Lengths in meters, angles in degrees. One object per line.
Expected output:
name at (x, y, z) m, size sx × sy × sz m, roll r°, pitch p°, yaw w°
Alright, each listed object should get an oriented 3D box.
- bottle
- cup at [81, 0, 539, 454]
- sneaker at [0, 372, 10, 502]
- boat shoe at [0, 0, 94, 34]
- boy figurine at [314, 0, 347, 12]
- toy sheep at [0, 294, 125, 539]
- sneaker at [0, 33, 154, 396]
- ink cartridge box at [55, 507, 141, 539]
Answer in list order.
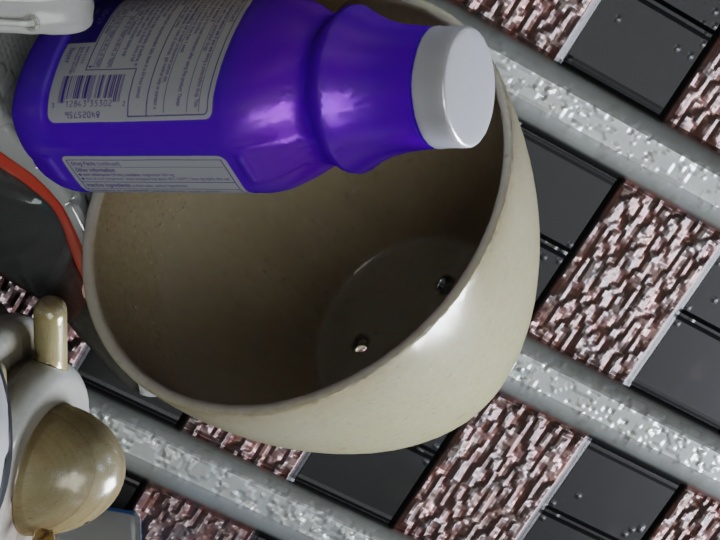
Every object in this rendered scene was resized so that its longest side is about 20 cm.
bottle at (-0.044, -0.072, 0.853) m, size 0.198 × 0.084 × 0.065 m, roll 1°, pitch 143°, yaw 28°
cup at (0.000, 0.000, 0.921) m, size 0.199 × 0.201 × 0.143 m, roll -33°, pitch 142°, yaw 8°
sneaker at (-0.197, 0.014, 0.826) m, size 0.071 × 0.083 × 0.202 m, roll -15°, pitch 89°, yaw 16°
boat shoe at (-0.204, -0.117, 0.864) m, size 0.198 × 0.074 × 0.066 m, roll 1°, pitch 118°, yaw 19°
boy figurine at (-0.066, -0.185, 0.847) m, size 0.064 × 0.124 × 0.201 m, roll -23°, pitch 108°, yaw 38°
toy sheep at (-0.194, 0.065, 0.942) m, size 0.198 × 0.138 × 0.139 m, roll 20°, pitch 115°, yaw 19°
sneaker at (-0.145, -0.025, 0.952) m, size 0.081 × 0.077 × 0.201 m, roll -14°, pitch 118°, yaw 29°
ink cartridge box at (-0.198, 0.211, 1.035) m, size 0.143 × 0.084 × 0.202 m, roll 11°, pitch 114°, yaw -12°
